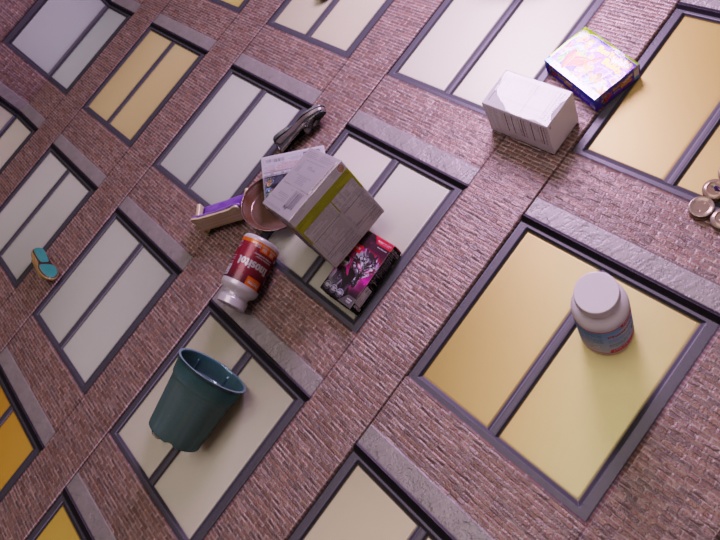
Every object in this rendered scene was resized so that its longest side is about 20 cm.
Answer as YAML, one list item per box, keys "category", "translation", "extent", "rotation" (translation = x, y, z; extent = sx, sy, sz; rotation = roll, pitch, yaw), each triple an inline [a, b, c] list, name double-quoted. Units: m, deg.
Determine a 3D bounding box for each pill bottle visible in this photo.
- category: "pill bottle"
  translation: [-0.317, 0.009, 1.718]
  extent: [0.111, 0.113, 0.203]
  rotation: [16, 74, 33]
- category: "pill bottle"
  translation: [0.470, 0.082, 1.199]
  extent: [0.107, 0.200, 0.111]
  rotation: [-12, 60, 22]

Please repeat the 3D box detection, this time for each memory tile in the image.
- category: "memory tile"
  translation: [0.793, -0.161, 1.265]
  extent: [0.200, 0.017, 0.153]
  rotation: [-48, 53, -1]

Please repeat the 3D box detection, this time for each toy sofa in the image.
- category: "toy sofa"
  translation: [-0.419, -0.186, 1.884]
  extent: [0.196, 0.098, 0.084]
  rotation: [-14, 60, 23]

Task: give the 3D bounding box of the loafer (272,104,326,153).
- category: "loafer"
  translation: [-0.180, -0.434, 1.911]
  extent: [0.198, 0.072, 0.064]
  rotation: [-32, 74, 19]

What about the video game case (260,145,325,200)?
- category: "video game case"
  translation: [-0.191, -0.277, 1.816]
  extent: [0.196, 0.023, 0.185]
  rotation: [-11, 59, 0]

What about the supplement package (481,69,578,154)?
- category: "supplement package"
  translation: [0.420, -0.394, 1.528]
  extent: [0.199, 0.110, 0.114]
  rotation: [35, 84, 37]

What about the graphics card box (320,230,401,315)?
- category: "graphics card box"
  translation: [0.000, 0.000, 1.590]
  extent: [0.125, 0.051, 0.201]
  rotation: [33, 84, 37]

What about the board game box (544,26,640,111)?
- category: "board game box"
  translation: [0.577, -0.507, 1.542]
  extent: [0.134, 0.045, 0.201]
  rotation: [-38, 54, 6]

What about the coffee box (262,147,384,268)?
- category: "coffee box"
  translation: [-0.097, -0.166, 1.609]
  extent: [0.201, 0.198, 0.199]
  rotation: [-49, 34, -4]

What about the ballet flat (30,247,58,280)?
- category: "ballet flat"
  translation: [-1.135, -0.006, 2.211]
  extent: [0.200, 0.068, 0.064]
  rotation: [45, 118, 39]

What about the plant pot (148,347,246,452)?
- category: "plant pot"
  translation: [-0.425, 0.337, 1.571]
  extent: [0.199, 0.199, 0.198]
  rotation: [32, 91, 36]

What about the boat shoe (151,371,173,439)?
- category: "boat shoe"
  translation: [-0.516, 0.355, 1.674]
  extent: [0.062, 0.071, 0.203]
  rotation: [7, 67, 37]

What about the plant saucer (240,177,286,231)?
- category: "plant saucer"
  translation: [-0.252, -0.191, 1.807]
  extent: [0.196, 0.037, 0.204]
  rotation: [-4, 59, 6]
